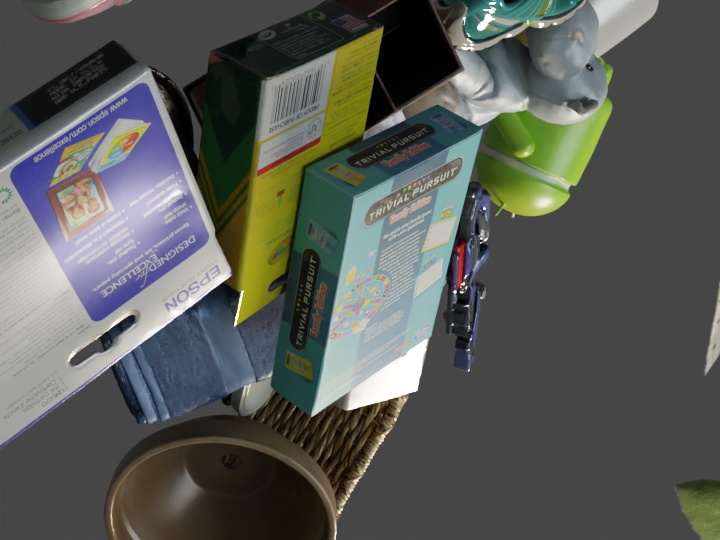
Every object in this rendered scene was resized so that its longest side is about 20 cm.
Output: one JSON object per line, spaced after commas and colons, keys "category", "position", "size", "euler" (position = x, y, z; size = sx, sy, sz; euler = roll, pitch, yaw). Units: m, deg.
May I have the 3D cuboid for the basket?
{"category": "basket", "position": [-0.038, 0.183, 1.287], "size": [0.200, 0.149, 0.143], "euler": [-60, 154, -6]}

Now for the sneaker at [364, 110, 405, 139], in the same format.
{"category": "sneaker", "position": [-0.024, -0.122, 1.073], "size": [0.200, 0.100, 0.075], "euler": [-53, 155, -16]}

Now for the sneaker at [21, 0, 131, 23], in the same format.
{"category": "sneaker", "position": [-0.127, -0.197, 0.837], "size": [0.200, 0.075, 0.105], "euler": [-52, 148, -29]}

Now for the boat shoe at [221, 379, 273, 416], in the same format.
{"category": "boat shoe", "position": [-0.091, 0.031, 1.140], "size": [0.075, 0.062, 0.200], "euler": [-29, 141, -51]}

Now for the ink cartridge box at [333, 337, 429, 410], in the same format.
{"category": "ink cartridge box", "position": [0.000, 0.000, 1.157], "size": [0.084, 0.144, 0.200], "euler": [-11, 132, -26]}

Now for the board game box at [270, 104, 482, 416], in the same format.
{"category": "board game box", "position": [0.010, -0.008, 0.976], "size": [0.151, 0.047, 0.200], "euler": [-30, 143, -43]}

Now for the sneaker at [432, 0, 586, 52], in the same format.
{"category": "sneaker", "position": [0.143, -0.239, 1.067], "size": [0.200, 0.078, 0.080], "euler": [-36, 177, -35]}

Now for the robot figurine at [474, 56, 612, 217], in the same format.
{"category": "robot figurine", "position": [0.200, -0.149, 1.437], "size": [0.200, 0.116, 0.175], "euler": [-66, 159, 8]}

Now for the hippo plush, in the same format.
{"category": "hippo plush", "position": [0.135, -0.170, 1.169], "size": [0.159, 0.160, 0.200], "euler": [-53, 143, -52]}

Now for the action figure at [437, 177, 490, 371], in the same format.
{"category": "action figure", "position": [0.076, -0.009, 1.268], "size": [0.194, 0.104, 0.201], "euler": [-54, 150, -63]}

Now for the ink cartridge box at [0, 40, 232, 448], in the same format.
{"category": "ink cartridge box", "position": [-0.187, -0.009, 0.785], "size": [0.198, 0.047, 0.200], "euler": [-37, 148, -16]}

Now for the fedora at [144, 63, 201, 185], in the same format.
{"category": "fedora", "position": [-0.159, -0.047, 0.903], "size": [0.201, 0.091, 0.201], "euler": [-42, 148, -34]}

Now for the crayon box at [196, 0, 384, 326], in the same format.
{"category": "crayon box", "position": [-0.055, -0.073, 0.903], "size": [0.127, 0.051, 0.200], "euler": [-33, 145, -45]}

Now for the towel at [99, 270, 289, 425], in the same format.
{"category": "towel", "position": [-0.105, 0.044, 1.053], "size": [0.200, 0.049, 0.112], "euler": [-22, 127, -11]}

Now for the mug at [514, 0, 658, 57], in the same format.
{"category": "mug", "position": [0.176, -0.269, 1.296], "size": [0.153, 0.187, 0.149], "euler": [-45, -177, -13]}

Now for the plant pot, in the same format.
{"category": "plant pot", "position": [-0.119, 0.196, 1.159], "size": [0.093, 0.200, 0.201], "euler": [-85, -175, -58]}

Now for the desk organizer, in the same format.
{"category": "desk organizer", "position": [-0.024, -0.146, 0.997], "size": [0.200, 0.077, 0.072], "euler": [-33, 148, -9]}
